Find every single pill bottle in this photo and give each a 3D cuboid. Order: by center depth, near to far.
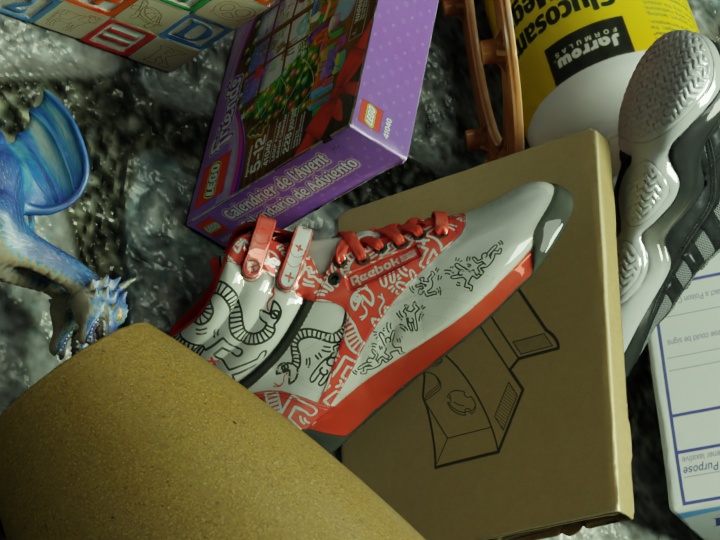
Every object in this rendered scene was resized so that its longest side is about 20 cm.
[{"bbox_3d":[0.139,-0.118,1.298,0.112,0.112,0.201,14,47,-37],"label":"pill bottle"}]

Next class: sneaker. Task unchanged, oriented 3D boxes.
[{"bbox_3d":[0.000,0.001,1.108,0.108,0.201,0.067,47,8,-9],"label":"sneaker"},{"bbox_3d":[0.178,-0.019,1.182,0.113,0.201,0.076,9,21,-20],"label":"sneaker"}]

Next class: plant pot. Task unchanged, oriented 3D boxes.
[{"bbox_3d":[-0.072,0.129,0.997,0.186,0.186,0.200,-29,78,-45],"label":"plant pot"}]

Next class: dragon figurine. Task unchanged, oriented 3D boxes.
[{"bbox_3d":[-0.166,-0.047,1.055,0.099,0.059,0.201,2,63,-43],"label":"dragon figurine"}]

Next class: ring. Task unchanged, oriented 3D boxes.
[{"bbox_3d":[0.062,-0.133,1.239,0.019,0.200,0.201,-9,73,-2],"label":"ring"}]

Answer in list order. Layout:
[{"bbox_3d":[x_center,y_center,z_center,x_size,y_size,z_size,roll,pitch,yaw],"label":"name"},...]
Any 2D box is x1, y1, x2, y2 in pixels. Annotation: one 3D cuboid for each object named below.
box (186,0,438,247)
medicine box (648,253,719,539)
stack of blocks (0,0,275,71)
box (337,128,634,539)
[{"bbox_3d":[-0.017,-0.119,1.170,0.039,0.137,0.201,30,53,-27],"label":"box"},{"bbox_3d":[0.261,0.039,1.304,0.103,0.182,0.201,38,43,-64],"label":"medicine box"},{"bbox_3d":[-0.139,-0.170,1.098,0.200,0.115,0.059,16,61,-36],"label":"stack of blocks"},{"bbox_3d":[0.058,0.043,1.148,0.021,0.163,0.201,28,53,-48],"label":"box"}]
